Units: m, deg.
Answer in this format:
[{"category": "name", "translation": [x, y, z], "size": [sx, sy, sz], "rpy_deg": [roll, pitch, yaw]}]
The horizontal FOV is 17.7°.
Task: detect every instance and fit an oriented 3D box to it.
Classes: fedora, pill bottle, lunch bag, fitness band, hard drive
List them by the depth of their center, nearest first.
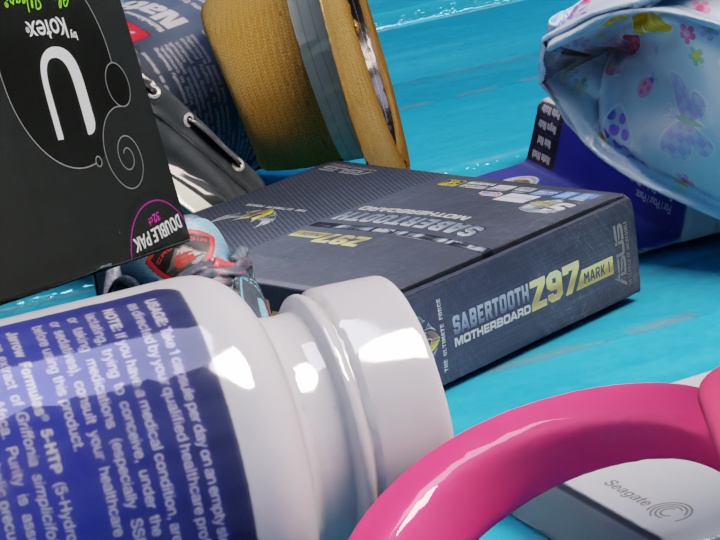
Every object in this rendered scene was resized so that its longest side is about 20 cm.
[{"category": "fitness band", "translation": [0.057, 0.092, 0.624], "size": [0.143, 0.037, 0.200], "rpy_deg": [-29, 23, 13]}, {"category": "pill bottle", "translation": [-0.077, 0.067, 0.728], "size": [0.200, 0.120, 0.120], "rpy_deg": [-13, 17, -15]}, {"category": "hard drive", "translation": [0.159, 0.058, 0.803], "size": [0.200, 0.027, 0.132], "rpy_deg": [-16, 17, -21]}, {"category": "lunch bag", "translation": [0.201, -0.105, 1.051], "size": [0.200, 0.127, 0.170], "rpy_deg": [25, 41, 31]}, {"category": "fedora", "translation": [-0.033, -0.113, 1.213], "size": [0.082, 0.201, 0.201], "rpy_deg": [-17, 16, 5]}, {"category": "pill bottle", "translation": [-0.132, -0.084, 1.271], "size": [0.119, 0.120, 0.200], "rpy_deg": [3, 20, 34]}]

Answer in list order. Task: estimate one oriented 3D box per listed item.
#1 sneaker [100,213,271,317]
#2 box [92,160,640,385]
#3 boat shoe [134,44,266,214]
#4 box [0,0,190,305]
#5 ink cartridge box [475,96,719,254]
[{"category": "sneaker", "translation": [-0.070, 0.030, 0.891], "size": [0.079, 0.096, 0.200], "rpy_deg": [-13, 17, -16]}, {"category": "box", "translation": [0.000, 0.000, 1.038], "size": [0.158, 0.051, 0.200], "rpy_deg": [-23, 21, -38]}, {"category": "boat shoe", "translation": [-0.125, -0.083, 1.144], "size": [0.066, 0.199, 0.075], "rpy_deg": [-51, 0, -36]}, {"category": "box", "translation": [-0.175, -0.050, 0.810], "size": [0.124, 0.149, 0.200], "rpy_deg": [-15, 3, 26]}, {"category": "ink cartridge box", "translation": [0.170, -0.063, 1.183], "size": [0.200, 0.041, 0.200], "rpy_deg": [-14, 17, -16]}]
